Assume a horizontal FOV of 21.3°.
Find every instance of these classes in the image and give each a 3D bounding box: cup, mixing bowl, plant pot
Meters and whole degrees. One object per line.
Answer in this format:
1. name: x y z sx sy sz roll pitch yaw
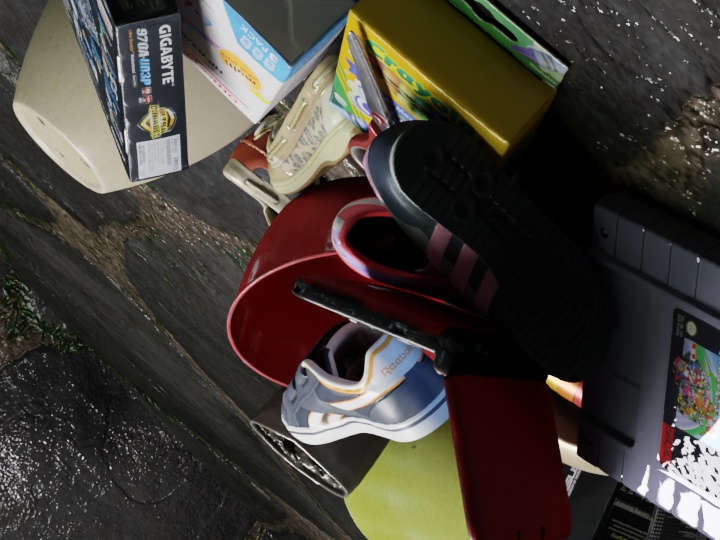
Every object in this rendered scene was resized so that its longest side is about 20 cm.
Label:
1. cup: -0.194 -0.146 1.541 0.200 0.143 0.200 39 165 12
2. mixing bowl: 0.000 0.000 1.434 0.200 0.108 0.200 -1 146 -1
3. plant pot: 0.104 0.167 1.539 0.187 0.187 0.200 47 168 -17

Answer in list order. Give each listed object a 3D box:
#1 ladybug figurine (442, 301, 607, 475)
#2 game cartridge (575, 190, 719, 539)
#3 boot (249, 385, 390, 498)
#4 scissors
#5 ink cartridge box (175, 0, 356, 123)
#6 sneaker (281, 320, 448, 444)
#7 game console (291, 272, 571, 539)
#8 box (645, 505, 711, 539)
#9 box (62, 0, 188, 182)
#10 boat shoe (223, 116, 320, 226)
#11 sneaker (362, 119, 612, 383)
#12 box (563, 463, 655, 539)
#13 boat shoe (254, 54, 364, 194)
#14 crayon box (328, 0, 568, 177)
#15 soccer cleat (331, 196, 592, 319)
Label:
1. ladybug figurine: 0.146 0.057 1.315 0.200 0.072 0.136 36 123 15
2. game cartridge: 0.192 0.062 1.182 0.130 0.038 0.200 35 137 41
3. boot: -0.018 0.056 1.538 0.182 0.200 0.073 39 168 16
4. scissors: 0.021 -0.089 1.206 0.073 0.014 0.200 42 165 13
5. ink cartridge box: -0.082 -0.174 1.318 0.115 0.068 0.200 45 166 -1
6. sneaker: -0.008 0.074 1.369 0.079 0.078 0.200 52 152 -16
7. game console: 0.049 0.087 1.201 0.172 0.119 0.200 21 -177 22
8. box: 0.308 0.223 1.309 0.200 0.044 0.160 5 147 24
9. box: -0.170 -0.185 1.321 0.159 0.046 0.200 94 157 -53
10. boat shoe: -0.054 -0.047 1.619 0.071 0.063 0.200 29 161 37
11. sneaker: 0.078 -0.015 1.175 0.200 0.070 0.082 52 165 -18
12. box: 0.200 0.234 1.436 0.200 0.164 0.086 25 178 -37
13. boat shoe: -0.030 -0.107 1.384 0.063 0.073 0.200 51 157 -5
14. crayon box: 0.049 -0.113 1.187 0.126 0.052 0.200 41 165 6
15. soccer cleat: 0.077 -0.001 1.232 0.200 0.067 0.076 17 -174 6
